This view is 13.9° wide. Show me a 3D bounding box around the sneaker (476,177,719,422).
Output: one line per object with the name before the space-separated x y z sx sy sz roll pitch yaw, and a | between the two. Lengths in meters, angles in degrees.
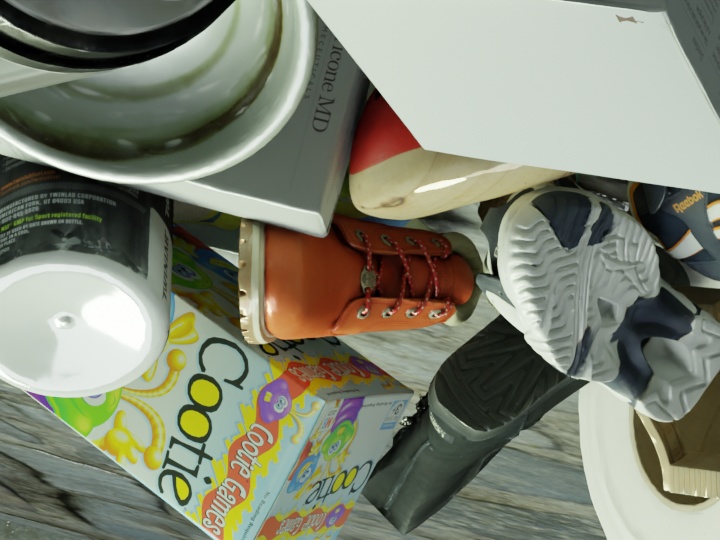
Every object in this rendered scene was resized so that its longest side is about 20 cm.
sneaker | 0.090 -0.006 1.440 0.129 0.080 0.199 35 -176 37

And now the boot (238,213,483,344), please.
boot | 0.000 0.000 1.530 0.107 0.075 0.200 1 -179 18

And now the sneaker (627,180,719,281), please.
sneaker | 0.169 -0.055 1.379 0.079 0.079 0.200 26 154 9

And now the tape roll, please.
tape roll | 0.205 0.079 1.603 0.071 0.203 0.202 4 174 -32

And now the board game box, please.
board game box | -0.090 0.058 1.624 0.200 0.103 0.105 35 -164 23

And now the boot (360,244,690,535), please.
boot | 0.088 0.067 1.643 0.066 0.165 0.200 57 160 14

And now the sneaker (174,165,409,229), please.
sneaker | -0.054 -0.047 1.663 0.199 0.076 0.105 8 165 24

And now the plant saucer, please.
plant saucer | -0.111 -0.133 1.341 0.199 0.050 0.201 8 129 10

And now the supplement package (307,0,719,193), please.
supplement package | 0.080 -0.121 1.172 0.155 0.111 0.200 9 164 21

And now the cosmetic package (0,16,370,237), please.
cosmetic package | -0.097 -0.096 1.437 0.199 0.113 0.081 12 173 5

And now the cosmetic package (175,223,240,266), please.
cosmetic package | -0.139 -0.047 1.756 0.199 0.074 0.102 15 166 4

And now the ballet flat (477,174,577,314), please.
ballet flat | 0.096 -0.011 1.644 0.068 0.072 0.200 26 169 14

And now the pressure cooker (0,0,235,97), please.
pressure cooker | -0.122 -0.157 1.114 0.178 0.177 0.200 19 169 -29

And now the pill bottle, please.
pill bottle | -0.149 -0.039 1.536 0.106 0.200 0.106 -1 134 -1

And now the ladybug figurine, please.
ladybug figurine | 0.062 -0.073 1.398 0.135 0.072 0.200 -18 -177 -27

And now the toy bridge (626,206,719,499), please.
toy bridge | 0.157 0.018 1.519 0.067 0.201 0.027 5 -159 31

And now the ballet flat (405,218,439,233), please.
ballet flat | -0.009 0.000 1.829 0.069 0.070 0.200 23 164 -29
